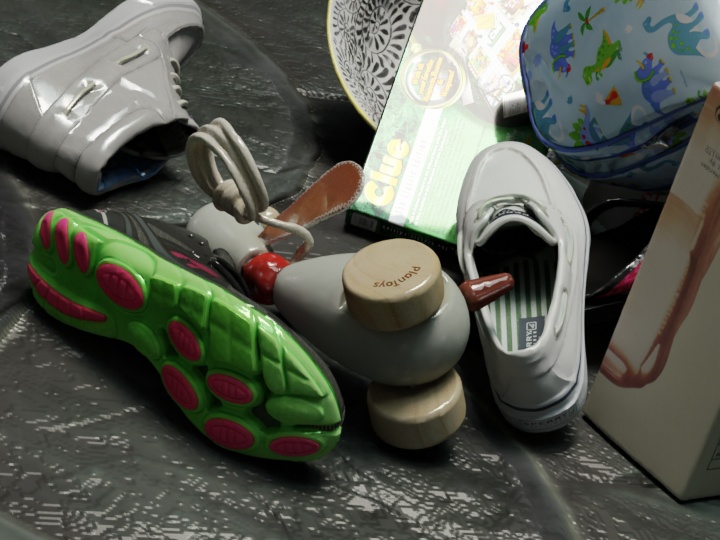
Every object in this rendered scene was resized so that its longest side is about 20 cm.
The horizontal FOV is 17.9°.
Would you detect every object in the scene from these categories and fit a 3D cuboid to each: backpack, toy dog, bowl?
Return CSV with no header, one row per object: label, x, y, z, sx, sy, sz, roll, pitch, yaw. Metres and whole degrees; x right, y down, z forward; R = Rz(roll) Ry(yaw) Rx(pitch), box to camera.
backpack,0.185,-0.125,1.299,0.152,0.200,0.165,-2,72,-26
toy dog,0.000,0.000,1.172,0.096,0.132,0.200,-29,59,-29
bowl,0.074,-0.131,1.452,0.199,0.094,0.202,2,67,-4

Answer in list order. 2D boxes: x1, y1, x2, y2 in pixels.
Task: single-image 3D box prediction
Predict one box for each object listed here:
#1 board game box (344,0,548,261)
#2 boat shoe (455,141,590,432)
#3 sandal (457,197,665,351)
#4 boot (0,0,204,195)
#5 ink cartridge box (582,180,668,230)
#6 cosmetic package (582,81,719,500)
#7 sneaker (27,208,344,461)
board game box,0.069,-0.101,1.374,0.104,0.023,0.201,20,65,0
boat shoe,0.089,-0.009,1.223,0.073,0.067,0.201,-14,46,4
sandal,0.141,-0.008,1.276,0.199,0.045,0.075,-19,40,-21
boot,-0.129,-0.098,1.333,0.095,0.074,0.200,33,37,16
ink cartridge box,0.228,-0.035,1.379,0.066,0.117,0.200,5,29,-34
cosmetic package,0.206,0.009,1.185,0.103,0.201,0.087,-3,33,-42
sneaker,-0.075,0.020,1.117,0.200,0.077,0.083,36,34,29
